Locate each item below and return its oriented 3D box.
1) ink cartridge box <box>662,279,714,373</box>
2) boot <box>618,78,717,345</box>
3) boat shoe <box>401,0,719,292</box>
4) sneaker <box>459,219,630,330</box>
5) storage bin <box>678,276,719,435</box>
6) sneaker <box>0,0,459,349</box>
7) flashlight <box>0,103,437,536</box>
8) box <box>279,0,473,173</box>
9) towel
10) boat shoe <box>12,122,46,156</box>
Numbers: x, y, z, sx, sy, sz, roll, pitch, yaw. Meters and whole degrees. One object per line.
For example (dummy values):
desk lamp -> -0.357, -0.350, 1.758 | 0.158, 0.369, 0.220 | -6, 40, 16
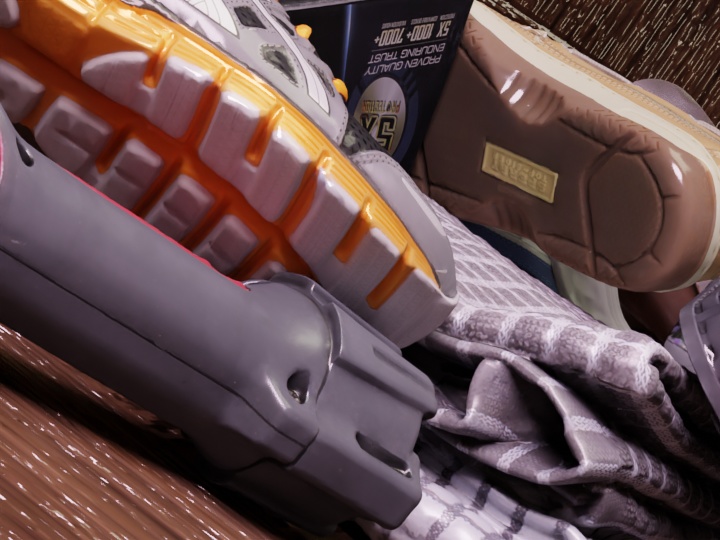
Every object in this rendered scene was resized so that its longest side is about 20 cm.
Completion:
ink cartridge box -> 0.193, 0.006, 0.828 | 0.109, 0.200, 0.050 | 33, -37, 15
boot -> 0.131, 0.035, 0.956 | 0.200, 0.064, 0.187 | 110, -42, -69
boat shoe -> 0.066, -0.045, 0.811 | 0.076, 0.072, 0.200 | -4, 29, -37
sneaker -> 0.069, 0.048, 0.877 | 0.200, 0.088, 0.075 | 60, -17, -4
storage bin -> 0.177, 0.076, 0.659 | 0.200, 0.094, 0.135 | 64, 16, 2
sneaker -> -0.049, -0.058, 0.596 | 0.200, 0.078, 0.077 | 42, 47, -7
flashlight -> -0.069, -0.007, 0.532 | 0.068, 0.068, 0.200 | -11, -34, 43
box -> -0.092, -0.098, 0.785 | 0.200, 0.086, 0.164 | 37, 30, 28
towel -> 0.035, 0.034, 0.707 | 0.165, 0.086, 0.200 | 36, 5, 25
boat shoe -> -0.132, -0.089, 0.662 | 0.072, 0.068, 0.200 | -21, 73, -43
